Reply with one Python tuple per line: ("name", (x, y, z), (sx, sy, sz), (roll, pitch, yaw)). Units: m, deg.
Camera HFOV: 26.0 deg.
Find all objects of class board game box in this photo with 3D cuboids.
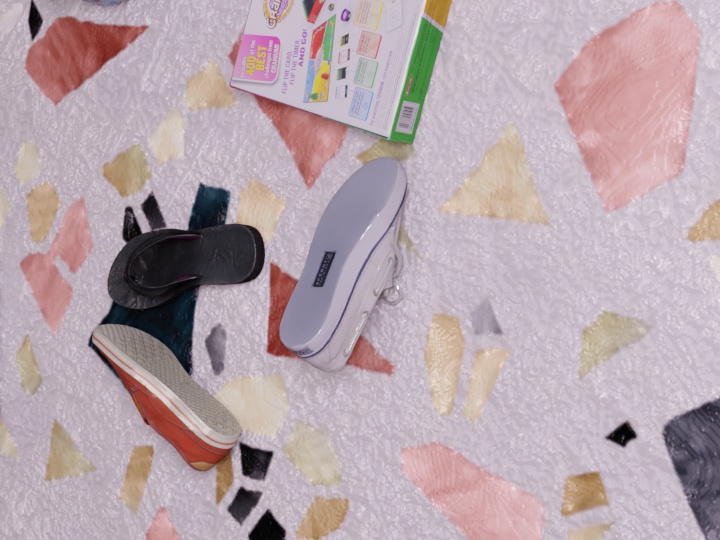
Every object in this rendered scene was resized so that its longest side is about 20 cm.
("board game box", (-0.020, -0.217, 1.435), (0.199, 0.040, 0.154), (22, 101, 34))

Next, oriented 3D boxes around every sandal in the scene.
("sandal", (-0.184, -0.010, 1.541), (0.199, 0.048, 0.076), (-14, 80, 34))

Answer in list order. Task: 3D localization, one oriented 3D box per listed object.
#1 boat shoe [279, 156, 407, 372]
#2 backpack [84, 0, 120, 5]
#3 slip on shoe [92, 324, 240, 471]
("boat shoe", (0.003, 0.001, 1.394), (0.074, 0.086, 0.203), (2, 61, 40))
("backpack", (-0.285, -0.376, 1.568), (0.182, 0.147, 0.201), (-27, 76, 34))
("slip on shoe", (-0.200, 0.122, 1.537), (0.200, 0.074, 0.061), (41, 114, 24))
